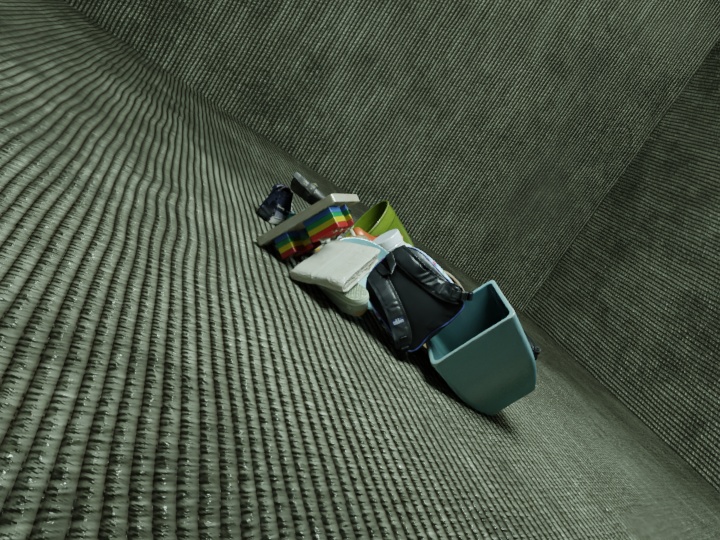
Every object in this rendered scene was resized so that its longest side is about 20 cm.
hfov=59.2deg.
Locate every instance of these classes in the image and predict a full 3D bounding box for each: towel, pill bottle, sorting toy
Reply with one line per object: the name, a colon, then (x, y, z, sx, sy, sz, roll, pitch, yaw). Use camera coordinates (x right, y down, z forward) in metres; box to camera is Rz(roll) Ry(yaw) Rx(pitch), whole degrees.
towel: (-0.048, -0.012, 1.339, 0.130, 0.035, 0.200, 11, 27, 24)
pill bottle: (0.105, 0.002, 1.643, 0.203, 0.109, 0.111, 63, 4, -14)
sorting toy: (-0.101, -0.091, 1.408, 0.071, 0.197, 0.198, 62, 16, 2)

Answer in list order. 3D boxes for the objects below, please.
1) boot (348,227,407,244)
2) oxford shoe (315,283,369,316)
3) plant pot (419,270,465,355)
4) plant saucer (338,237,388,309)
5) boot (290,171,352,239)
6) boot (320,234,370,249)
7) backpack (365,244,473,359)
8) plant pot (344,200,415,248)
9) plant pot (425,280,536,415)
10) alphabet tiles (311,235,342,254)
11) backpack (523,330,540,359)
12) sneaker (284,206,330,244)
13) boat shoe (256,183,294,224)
boot: (0.058, -0.072, 1.705, 0.199, 0.108, 0.075, 36, 14, -29)
oxford shoe: (-0.051, 0.038, 1.349, 0.074, 0.059, 0.199, -27, 40, -27)
plant pot: (0.159, 0.105, 1.501, 0.199, 0.204, 0.092, 31, -27, -22)
plant saucer: (0.000, 0.015, 1.463, 0.196, 0.039, 0.205, 11, 51, -14)
boot: (-0.107, -0.174, 1.640, 0.173, 0.070, 0.200, 37, -14, 6)
boot: (0.000, 0.000, 1.540, 0.153, 0.077, 0.202, -18, 69, -44)
backpack: (0.107, 0.050, 1.337, 0.192, 0.199, 0.154, 52, -2, 3)
plant pot: (0.076, -0.072, 1.933, 0.193, 0.200, 0.201, 44, 7, -16)
plant pot: (0.268, 0.182, 1.351, 0.202, 0.194, 0.196, 55, 9, -16)
alphabet tiles: (-0.083, -0.061, 1.658, 0.197, 0.015, 0.195, 29, 23, 14)
backpack: (0.371, 0.194, 1.769, 0.181, 0.148, 0.201, 31, 16, -27)
sneaker: (-0.127, -0.121, 1.594, 0.076, 0.082, 0.199, -6, 17, -33)
boat shoe: (-0.200, -0.174, 1.685, 0.074, 0.094, 0.200, 36, 10, 7)
